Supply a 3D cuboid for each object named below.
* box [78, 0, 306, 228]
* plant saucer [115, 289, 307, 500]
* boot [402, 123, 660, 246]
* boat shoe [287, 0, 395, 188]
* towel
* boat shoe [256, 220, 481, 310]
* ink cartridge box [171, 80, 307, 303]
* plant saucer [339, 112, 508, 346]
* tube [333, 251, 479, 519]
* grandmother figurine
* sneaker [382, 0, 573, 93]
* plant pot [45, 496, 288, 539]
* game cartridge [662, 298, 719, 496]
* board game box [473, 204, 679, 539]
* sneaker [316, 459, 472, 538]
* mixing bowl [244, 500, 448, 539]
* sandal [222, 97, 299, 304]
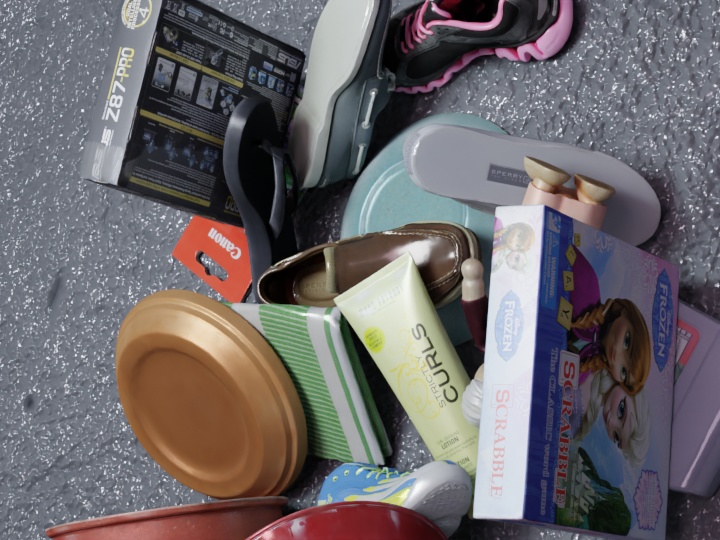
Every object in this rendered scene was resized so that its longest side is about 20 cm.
[{"bbox_3d":[-0.132,-0.130,1.408,0.049,0.199,0.163,11,87,33],"label":"box"},{"bbox_3d":[-0.134,0.113,1.442,0.199,0.037,0.202,20,127,29],"label":"plant saucer"},{"bbox_3d":[0.128,-0.073,1.320,0.198,0.096,0.074,18,99,-6],"label":"boot"},{"bbox_3d":[-0.006,-0.156,1.427,0.073,0.061,0.201,58,138,44],"label":"boat shoe"},{"bbox_3d":[-0.075,0.089,1.429,0.199,0.023,0.154,2,123,38],"label":"towel"},{"bbox_3d":[0.001,0.006,1.364,0.201,0.075,0.075,-17,76,39],"label":"boat shoe"},{"bbox_3d":[-0.106,-0.081,1.533,0.109,0.050,0.201,36,100,37],"label":"ink cartridge box"},{"bbox_3d":[0.052,-0.036,1.409,0.200,0.039,0.203,-11,72,34],"label":"plant saucer"},{"bbox_3d":[0.055,0.091,1.317,0.058,0.052,0.201,-27,85,-16],"label":"tube"},{"bbox_3d":[0.127,0.026,1.260,0.120,0.061,0.202,20,101,1],"label":"grandmother figurine"},{"bbox_3d":[0.070,-0.202,1.403,0.199,0.095,0.080,-13,72,36],"label":"sneaker"},{"bbox_3d":[-0.145,0.294,1.389,0.199,0.200,0.197,-14,78,34],"label":"plant pot"},{"bbox_3d":[0.197,0.076,1.272,0.199,0.041,0.134,31,102,38],"label":"game cartridge"},{"bbox_3d":[0.150,0.076,1.160,0.041,0.199,0.202,-2,78,36],"label":"board game box"},{"bbox_3d":[0.012,0.178,1.336,0.200,0.075,0.106,-51,46,41],"label":"sneaker"},{"bbox_3d":[-0.011,0.276,1.248,0.200,0.199,0.109,-45,39,19],"label":"mixing bowl"},{"bbox_3d":[-0.070,-0.058,1.438,0.042,0.201,0.076,7,41,22],"label":"sandal"}]
